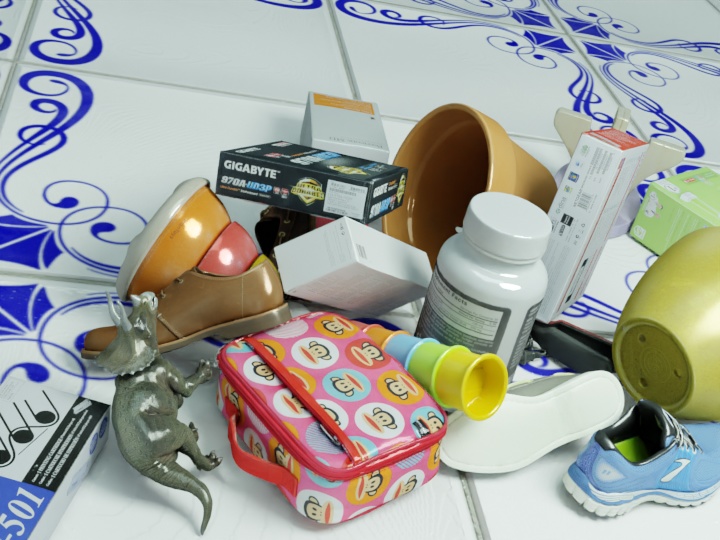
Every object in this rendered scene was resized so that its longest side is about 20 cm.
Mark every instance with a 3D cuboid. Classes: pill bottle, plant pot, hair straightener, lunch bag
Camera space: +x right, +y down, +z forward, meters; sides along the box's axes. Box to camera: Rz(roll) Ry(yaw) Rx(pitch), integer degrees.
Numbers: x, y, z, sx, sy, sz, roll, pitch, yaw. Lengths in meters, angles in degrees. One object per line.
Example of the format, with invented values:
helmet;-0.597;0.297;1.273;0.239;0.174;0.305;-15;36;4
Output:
pill bottle;0.118;0.031;1.038;0.109;0.202;0.111;11;31;-7
plant pot;0.137;-0.077;1.238;0.138;0.202;0.201;14;28;-32
hair straightener;0.187;0.067;1.161;0.199;0.041;0.077;31;35;22
plant pot;0.339;0.073;1.085;0.141;0.202;0.200;-22;46;-32
lunch bag;-0.040;0.129;0.945;0.174;0.083;0.200;-16;41;-35

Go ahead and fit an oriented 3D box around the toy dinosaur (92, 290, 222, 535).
toy dinosaur;-0.172;0.124;0.888;0.101;0.076;0.203;9;64;-45

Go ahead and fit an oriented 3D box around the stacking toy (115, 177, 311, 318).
stacking toy;-0.130;0.019;1.061;0.199;0.147;0.146;37;34;0

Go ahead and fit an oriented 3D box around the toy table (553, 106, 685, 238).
toy table;0.343;-0.143;1.476;0.181;0.118;0.201;13;31;-3

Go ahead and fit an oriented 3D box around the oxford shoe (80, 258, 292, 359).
oxford shoe;-0.167;0.037;0.987;0.197;0.072;0.071;-16;7;-1

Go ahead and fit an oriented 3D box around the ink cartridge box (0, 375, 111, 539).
ink cartridge box;-0.273;0.167;0.818;0.093;0.045;0.201;14;32;3

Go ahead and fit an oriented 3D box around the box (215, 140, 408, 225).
box;-0.044;-0.094;1.114;0.157;0.047;0.200;13;12;11

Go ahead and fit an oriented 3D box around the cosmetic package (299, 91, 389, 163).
cosmetic package;-0.024;-0.162;1.374;0.100;0.072;0.201;8;25;-9

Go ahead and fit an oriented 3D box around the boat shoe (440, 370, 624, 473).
boat shoe;0.153;0.143;1.015;0.199;0.073;0.060;-14;-1;-19

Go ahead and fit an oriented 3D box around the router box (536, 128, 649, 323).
router box;0.246;-0.054;1.187;0.048;0.202;0.179;26;17;18

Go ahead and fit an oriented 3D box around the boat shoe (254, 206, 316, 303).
boat shoe;-0.084;-0.044;1.191;0.069;0.071;0.201;11;32;-13

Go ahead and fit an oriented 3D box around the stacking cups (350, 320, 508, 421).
stacking cups;0.047;0.091;1.006;0.060;0.062;0.199;-15;16;-38

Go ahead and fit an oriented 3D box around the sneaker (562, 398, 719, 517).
sneaker;0.286;0.170;1.001;0.198;0.090;0.079;-5;37;-33

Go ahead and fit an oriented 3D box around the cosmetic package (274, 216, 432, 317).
cosmetic package;0.000;0.000;1.058;0.199;0.082;0.051;20;49;-63

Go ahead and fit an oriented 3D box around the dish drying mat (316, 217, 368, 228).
dish drying mat;-0.027;-0.049;1.274;0.076;0.018;0.201;9;34;-11

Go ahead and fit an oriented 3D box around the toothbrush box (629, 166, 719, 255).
toothbrush box;0.483;-0.044;1.412;0.144;0.087;0.199;-16;43;-40
